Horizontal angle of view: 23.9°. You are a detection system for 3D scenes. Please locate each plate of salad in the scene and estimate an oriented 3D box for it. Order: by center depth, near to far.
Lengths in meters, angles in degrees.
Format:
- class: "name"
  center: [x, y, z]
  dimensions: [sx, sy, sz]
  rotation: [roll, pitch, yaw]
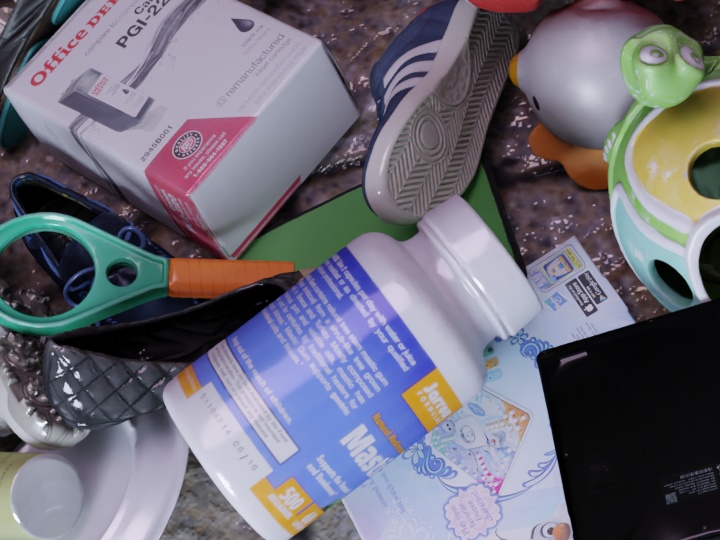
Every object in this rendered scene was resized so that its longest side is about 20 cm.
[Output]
- class: "plate of salad"
  center: [-0.175, 0.155, 1.045]
  dimensions: [0.200, 0.048, 0.201]
  rotation: [-29, 37, 24]

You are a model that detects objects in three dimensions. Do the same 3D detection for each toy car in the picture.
- class: "toy car"
  center: [0.127, -0.147, 1.037]
  dimensions: [0.176, 0.184, 0.201]
  rotation: [2, 103, 11]

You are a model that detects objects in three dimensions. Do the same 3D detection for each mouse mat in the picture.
- class: "mouse mat"
  center: [0.000, 0.000, 1.069]
  dimensions: [0.199, 0.008, 0.161]
  rotation: [-26, 39, 11]

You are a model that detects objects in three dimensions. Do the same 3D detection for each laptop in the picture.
- class: "laptop"
  center: [0.208, 0.125, 0.866]
  dimensions: [0.187, 0.116, 0.201]
  rotation: [-17, 54, 12]

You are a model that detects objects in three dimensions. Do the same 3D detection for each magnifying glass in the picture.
- class: "magnifying glass"
  center: [-0.141, 0.003, 1.062]
  dimensions: [0.199, 0.022, 0.080]
  rotation: [3, 64, -7]

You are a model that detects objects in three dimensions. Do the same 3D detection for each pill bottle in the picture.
- class: "pill bottle"
  center: [-0.001, 0.050, 0.947]
  dimensions: [0.200, 0.112, 0.112]
  rotation: [-37, 54, -1]

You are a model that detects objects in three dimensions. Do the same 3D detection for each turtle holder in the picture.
- class: "turtle holder"
  center: [0.206, -0.049, 0.920]
  dimensions: [0.140, 0.186, 0.132]
  rotation: [1, 30, 4]

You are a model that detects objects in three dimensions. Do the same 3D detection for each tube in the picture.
- class: "tube"
  center: [-0.246, 0.140, 1.053]
  dimensions: [0.058, 0.052, 0.200]
  rotation: [-22, 10, -40]

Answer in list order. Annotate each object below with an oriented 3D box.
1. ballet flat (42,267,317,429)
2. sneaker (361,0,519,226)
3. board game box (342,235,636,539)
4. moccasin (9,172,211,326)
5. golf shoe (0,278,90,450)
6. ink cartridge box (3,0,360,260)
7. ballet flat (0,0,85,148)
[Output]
- class: "ballet flat"
  center: [-0.091, 0.039, 1.005]
  dimensions: [0.199, 0.057, 0.066]
  rotation: [-21, 42, -22]
- class: "sneaker"
  center: [0.034, -0.101, 1.096]
  dimensions: [0.084, 0.075, 0.200]
  rotation: [-8, 38, 38]
- class: "board game box"
  center: [0.091, 0.109, 0.968]
  dimensions: [0.199, 0.043, 0.200]
  rotation: [-31, 53, 1]
- class: "moccasin"
  center: [-0.176, -0.002, 1.126]
  dimensions: [0.200, 0.068, 0.081]
  rotation: [28, 73, 37]
- class: "golf shoe"
  center: [-0.219, 0.082, 1.081]
  dimensions: [0.097, 0.078, 0.200]
  rotation: [-61, 27, 9]
- class: "ink cartridge box"
  center: [-0.124, -0.117, 1.169]
  dimensions: [0.200, 0.085, 0.146]
  rotation: [29, 71, 36]
- class: "ballet flat"
  center: [-0.236, -0.185, 1.225]
  dimensions: [0.068, 0.068, 0.200]
  rotation: [37, 113, 10]
